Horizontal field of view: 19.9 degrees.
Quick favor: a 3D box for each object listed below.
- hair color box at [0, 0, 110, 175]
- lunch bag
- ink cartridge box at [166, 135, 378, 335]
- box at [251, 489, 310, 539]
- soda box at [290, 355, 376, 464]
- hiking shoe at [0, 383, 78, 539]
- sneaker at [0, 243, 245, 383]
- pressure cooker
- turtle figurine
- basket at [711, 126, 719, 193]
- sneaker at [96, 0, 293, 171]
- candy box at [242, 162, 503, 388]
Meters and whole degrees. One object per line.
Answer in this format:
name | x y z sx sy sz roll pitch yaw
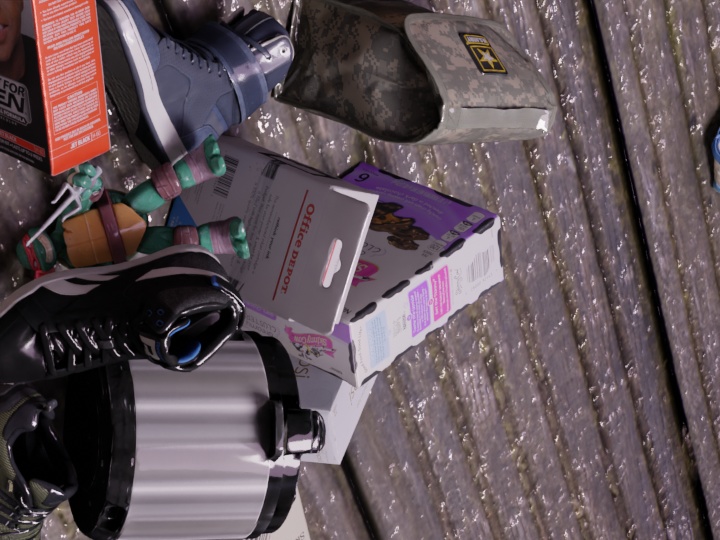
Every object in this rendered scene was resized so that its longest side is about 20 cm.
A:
hair color box | -0.240 -0.179 1.464 0.061 0.101 0.201 -29 129 -39
lunch bag | 0.054 -0.166 1.755 0.164 0.199 0.118 -3 112 -50
ink cartridge box | -0.063 -0.029 1.683 0.068 0.199 0.117 6 104 -52
box | -0.105 0.203 1.866 0.082 0.068 0.201 -42 136 -31
soda box | -0.025 0.083 1.838 0.200 0.068 0.064 -66 154 -49
hiking shoe | -0.270 0.176 1.617 0.076 0.100 0.201 -28 129 -39
sneaker | -0.182 0.044 1.507 0.199 0.112 0.073 -22 119 -13
pressure cooker | -0.131 0.134 1.665 0.199 0.176 0.179 2 126 -21
turtle figurine | -0.194 -0.028 1.588 0.199 0.101 0.150 -19 119 -8
basket | 0.483 -0.151 2.333 0.176 0.139 0.200 -47 170 -25
sneaker | -0.132 -0.178 1.606 0.146 0.077 0.203 -40 147 -15
candy box | 0.000 0.000 1.804 0.200 0.167 0.072 -35 133 -35
